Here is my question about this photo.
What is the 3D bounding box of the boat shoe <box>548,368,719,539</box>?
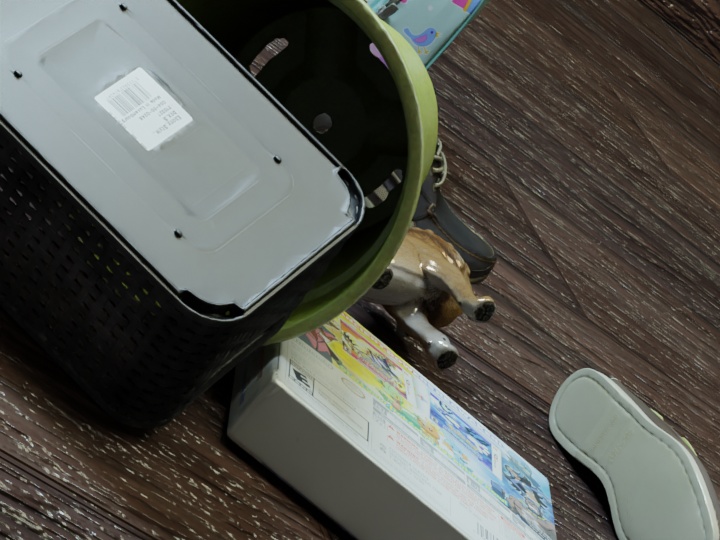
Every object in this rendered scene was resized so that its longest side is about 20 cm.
[{"bbox_3d":[0.188,0.135,1.709,0.059,0.072,0.200,28,14,-35],"label":"boat shoe"}]

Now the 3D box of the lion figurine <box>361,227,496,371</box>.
[{"bbox_3d":[0.000,0.000,1.593,0.199,0.073,0.123,24,16,-41],"label":"lion figurine"}]

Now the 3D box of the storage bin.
[{"bbox_3d":[-0.114,-0.045,1.252,0.200,0.094,0.135,45,45,6],"label":"storage bin"}]

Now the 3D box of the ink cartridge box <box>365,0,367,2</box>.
[{"bbox_3d":[-0.114,-0.212,1.781,0.176,0.045,0.200,33,-9,-29],"label":"ink cartridge box"}]

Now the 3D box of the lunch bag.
[{"bbox_3d":[0.025,-0.199,2.062,0.077,0.160,0.200,45,8,-12],"label":"lunch bag"}]

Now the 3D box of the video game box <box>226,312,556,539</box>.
[{"bbox_3d":[0.019,0.098,1.407,0.200,0.047,0.182,40,16,-11],"label":"video game box"}]

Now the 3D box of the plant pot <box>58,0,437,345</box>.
[{"bbox_3d":[-0.041,-0.073,1.409,0.200,0.201,0.184,44,16,7],"label":"plant pot"}]

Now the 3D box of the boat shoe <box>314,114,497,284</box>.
[{"bbox_3d":[0.025,-0.065,1.835,0.200,0.073,0.075,37,15,-23],"label":"boat shoe"}]
